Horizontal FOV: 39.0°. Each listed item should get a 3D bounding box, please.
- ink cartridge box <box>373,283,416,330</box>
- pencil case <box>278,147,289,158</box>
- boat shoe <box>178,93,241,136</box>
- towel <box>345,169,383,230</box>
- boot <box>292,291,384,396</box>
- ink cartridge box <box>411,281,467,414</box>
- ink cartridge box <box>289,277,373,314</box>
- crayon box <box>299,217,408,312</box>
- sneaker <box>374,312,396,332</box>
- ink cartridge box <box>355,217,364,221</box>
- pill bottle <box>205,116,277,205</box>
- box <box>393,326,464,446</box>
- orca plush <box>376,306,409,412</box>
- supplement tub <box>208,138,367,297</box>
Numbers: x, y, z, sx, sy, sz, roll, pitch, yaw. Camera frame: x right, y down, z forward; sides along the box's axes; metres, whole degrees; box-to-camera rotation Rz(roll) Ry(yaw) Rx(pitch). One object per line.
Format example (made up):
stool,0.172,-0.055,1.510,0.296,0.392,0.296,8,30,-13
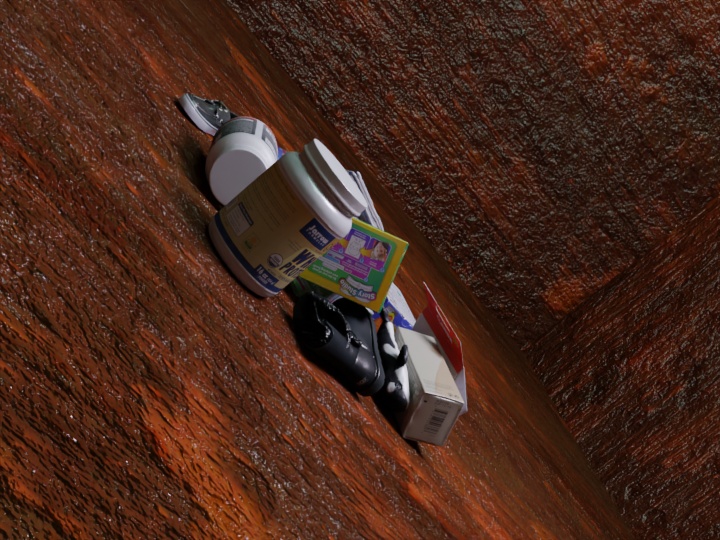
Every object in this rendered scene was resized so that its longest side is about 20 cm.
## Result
ink cartridge box,0.045,0.079,1.963,0.137,0.076,0.201,46,9,-36
pencil case,-0.150,-0.174,1.819,0.198,0.088,0.078,20,14,-43
boat shoe,-0.265,-0.284,1.861,0.069,0.056,0.200,56,10,22
towel,-0.034,-0.137,1.914,0.199,0.024,0.149,22,-38,54
boot,-0.040,0.078,1.547,0.168,0.076,0.202,49,15,-42
ink cartridge box,0.136,0.146,1.822,0.202,0.049,0.163,76,-11,-47
ink cartridge box,-0.061,0.022,1.709,0.105,0.059,0.200,58,11,32
crayon box,-0.035,-0.029,1.597,0.197,0.121,0.058,24,3,0
sneaker,0.088,0.170,1.833,0.202,0.076,0.073,57,8,-6
ink cartridge box,-0.095,-0.101,1.834,0.198,0.038,0.094,20,-11,-38
pill bottle,-0.190,-0.172,1.629,0.116,0.115,0.200,49,10,-17
box,0.098,0.191,1.696,0.076,0.096,0.201,16,25,-19
orca plush,0.031,0.144,1.668,0.070,0.106,0.203,8,55,-16
supplement tub,-0.101,-0.075,1.439,0.145,0.199,0.145,49,10,-12
